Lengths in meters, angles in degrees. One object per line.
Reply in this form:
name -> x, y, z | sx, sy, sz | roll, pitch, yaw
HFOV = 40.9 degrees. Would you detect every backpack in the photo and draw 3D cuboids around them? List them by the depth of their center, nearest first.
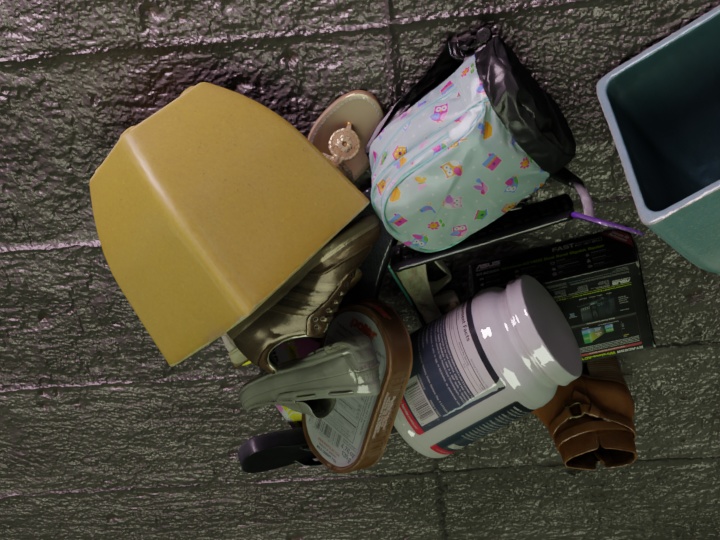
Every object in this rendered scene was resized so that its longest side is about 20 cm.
backpack -> 0.096, -0.115, 0.959 | 0.199, 0.128, 0.167 | -32, 125, 23

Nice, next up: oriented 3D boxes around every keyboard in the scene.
keyboard -> 0.127, -0.047, 1.031 | 0.197, 0.127, 0.021 | -16, 103, 9

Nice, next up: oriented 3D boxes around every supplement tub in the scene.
supplement tub -> 0.130, 0.107, 1.073 | 0.199, 0.142, 0.140 | -32, 125, 25

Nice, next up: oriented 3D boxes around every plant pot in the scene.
plant pot -> 0.375, -0.111, 0.925 | 0.194, 0.198, 0.199 | -30, 135, 26
plant pot -> -0.151, -0.061, 0.954 | 0.201, 0.194, 0.195 | 51, 143, -7

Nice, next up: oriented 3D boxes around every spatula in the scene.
spatula -> 0.216, -0.073, 0.947 | 0.056, 0.201, 0.021 | 14, 114, -17

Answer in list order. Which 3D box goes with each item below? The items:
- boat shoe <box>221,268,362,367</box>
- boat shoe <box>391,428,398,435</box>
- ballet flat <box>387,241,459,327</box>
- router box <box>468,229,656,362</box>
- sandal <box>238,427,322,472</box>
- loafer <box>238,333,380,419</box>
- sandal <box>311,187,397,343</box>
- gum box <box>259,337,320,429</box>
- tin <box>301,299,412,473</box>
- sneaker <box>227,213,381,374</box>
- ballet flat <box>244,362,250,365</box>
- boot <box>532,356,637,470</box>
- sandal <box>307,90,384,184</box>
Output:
boat shoe -> -0.085, 0.037, 1.076 | 0.199, 0.072, 0.065 | -33, 88, 31
boat shoe -> 0.045, 0.187, 1.302 | 0.198, 0.068, 0.057 | -19, 157, 24
ballet flat -> 0.087, 0.033, 1.149 | 0.062, 0.068, 0.201 | -25, 130, 7
router box -> 0.241, 0.043, 1.153 | 0.197, 0.063, 0.151 | -13, 131, 13
sandal -> -0.050, 0.219, 1.187 | 0.197, 0.043, 0.077 | -14, 144, -16
loafer -> -0.058, 0.127, 1.035 | 0.199, 0.071, 0.069 | -25, 173, 43
sandal -> 0.001, 0.000, 1.095 | 0.076, 0.043, 0.202 | 34, 109, 15
gum box -> -0.045, 0.147, 1.209 | 0.112, 0.067, 0.201 | -23, 146, 0
tin -> -0.007, 0.130, 1.060 | 0.042, 0.111, 0.203 | -9, 123, -49
sneaker -> -0.045, 0.024, 0.995 | 0.199, 0.070, 0.076 | -38, 97, 13
ballet flat -> -0.097, 0.048, 1.162 | 0.066, 0.068, 0.200 | 30, 127, -20
boot -> 0.248, 0.188, 1.226 | 0.196, 0.157, 0.077 | -4, 135, 5
sandal -> -0.041, -0.090, 1.028 | 0.077, 0.070, 0.212 | 26, 128, -22
